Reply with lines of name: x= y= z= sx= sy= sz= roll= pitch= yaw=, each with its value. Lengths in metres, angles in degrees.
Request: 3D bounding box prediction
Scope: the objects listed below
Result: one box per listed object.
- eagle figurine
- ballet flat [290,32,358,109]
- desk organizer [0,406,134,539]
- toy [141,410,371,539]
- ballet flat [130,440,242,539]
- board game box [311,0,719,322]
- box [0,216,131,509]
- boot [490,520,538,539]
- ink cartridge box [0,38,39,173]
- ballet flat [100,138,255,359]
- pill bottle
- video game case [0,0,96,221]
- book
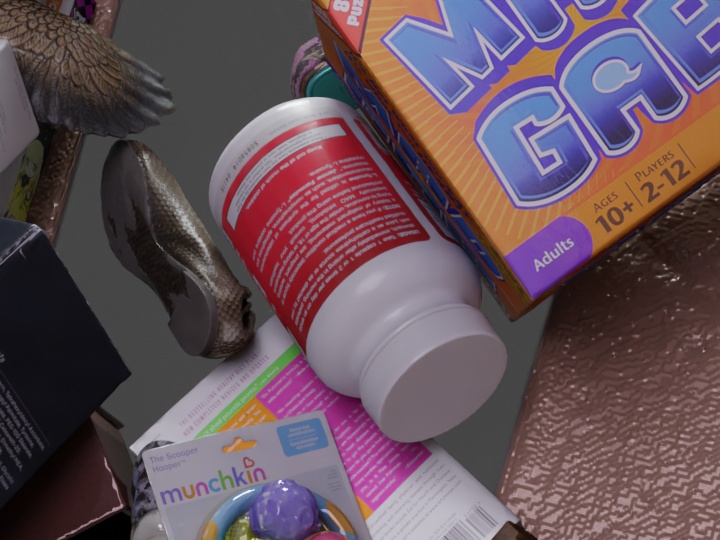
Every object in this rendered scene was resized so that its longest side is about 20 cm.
eagle figurine: x=-0.215 y=-0.183 z=1.240 sx=0.199 sy=0.152 sz=0.151 roll=13 pitch=49 yaw=23
ballet flat: x=0.045 y=-0.160 z=1.238 sx=0.199 sy=0.069 sz=0.071 roll=-22 pitch=45 yaw=5
desk organizer: x=-0.228 y=0.160 z=1.168 sx=0.199 sy=0.072 sz=0.077 roll=-27 pitch=66 yaw=2
toy: x=-0.033 y=0.171 z=1.059 sx=0.114 sy=0.047 sz=0.201 roll=-11 pitch=69 yaw=-26
ballet flat: x=-0.089 y=0.191 z=1.089 sx=0.072 sy=0.072 sz=0.201 roll=-25 pitch=81 yaw=3
board game box: x=0.112 y=-0.113 z=1.089 sx=0.199 sy=0.200 sz=0.201 roll=-36 pitch=86 yaw=-1
box: x=-0.279 y=0.066 z=1.126 sx=0.199 sy=0.124 sz=0.197 roll=12 pitch=51 yaw=46
boot: x=0.121 y=0.240 z=1.050 sx=0.200 sy=0.075 sz=0.107 roll=40 pitch=90 yaw=29
ink cartridge box: x=-0.280 y=-0.063 z=1.124 sx=0.115 sy=0.068 sz=0.200 roll=-7 pitch=23 yaw=18
ballet flat: x=-0.113 y=-0.015 z=1.210 sx=0.200 sy=0.046 sz=0.068 roll=52 pitch=132 yaw=45
pill bottle: x=0.000 y=0.000 z=1.136 sx=0.112 sy=0.112 sz=0.200 roll=-34 pitch=54 yaw=-1
video game case: x=-0.297 y=-0.121 z=1.321 sx=0.198 sy=0.036 sz=0.183 roll=9 pitch=69 yaw=18
book: x=-0.020 y=0.130 z=1.141 sx=0.134 sy=0.048 sz=0.200 roll=-44 pitch=66 yaw=-8
